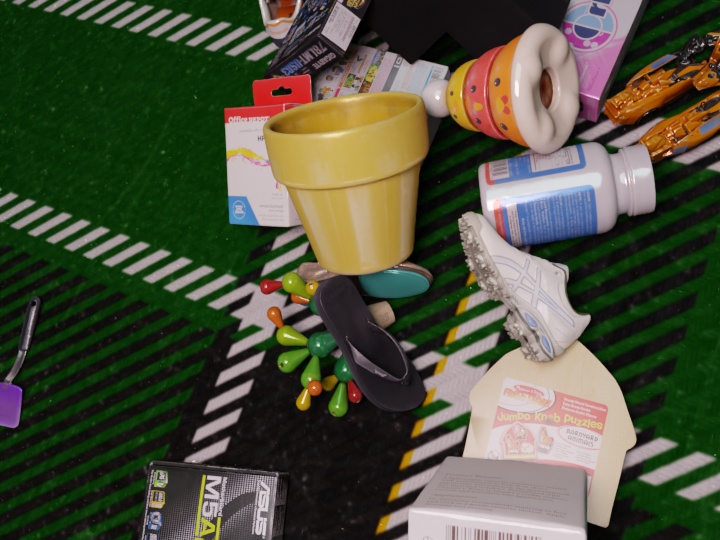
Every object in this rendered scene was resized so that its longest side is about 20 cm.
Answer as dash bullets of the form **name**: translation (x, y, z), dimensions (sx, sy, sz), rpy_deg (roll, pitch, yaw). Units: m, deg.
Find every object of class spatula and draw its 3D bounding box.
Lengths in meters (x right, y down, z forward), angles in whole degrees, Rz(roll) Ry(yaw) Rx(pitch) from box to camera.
- **spatula**: translation (-0.531, 0.138, 1.083), dimensions (0.056, 0.021, 0.203), rpy_deg (9, 75, 6)

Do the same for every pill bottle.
- **pill bottle**: translation (0.251, -0.094, 0.861), dimensions (0.197, 0.112, 0.114), rpy_deg (-8, 72, 15)

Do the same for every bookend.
- **bookend**: translation (0.128, -0.339, 0.915), dimensions (0.199, 0.198, 0.093), rpy_deg (37, 58, -15)

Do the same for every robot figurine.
- **robot figurine**: translation (0.420, -0.221, 0.874), dimensions (0.199, 0.058, 0.146), rpy_deg (-31, 69, 7)

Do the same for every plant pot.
- **plant pot**: translation (-0.008, -0.107, 0.875), dimensions (0.198, 0.201, 0.191), rpy_deg (-1, 116, 17)

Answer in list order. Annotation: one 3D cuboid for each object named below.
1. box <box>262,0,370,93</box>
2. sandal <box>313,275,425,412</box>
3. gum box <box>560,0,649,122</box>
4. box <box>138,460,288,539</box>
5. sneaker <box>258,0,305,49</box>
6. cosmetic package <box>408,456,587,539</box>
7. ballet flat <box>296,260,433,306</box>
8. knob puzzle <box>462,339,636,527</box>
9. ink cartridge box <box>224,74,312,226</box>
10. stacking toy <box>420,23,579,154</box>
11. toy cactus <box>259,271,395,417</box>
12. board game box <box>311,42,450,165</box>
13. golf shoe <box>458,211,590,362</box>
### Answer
- **box**: translation (-0.042, -0.361, 0.969), dimensions (0.199, 0.049, 0.200), rpy_deg (-5, 57, 61)
- **sandal**: translation (0.014, 0.096, 0.860), dimensions (0.076, 0.043, 0.201), rpy_deg (-45, 105, -31)
- **gum box**: translation (0.296, -0.305, 0.932), dimensions (0.112, 0.066, 0.202), rpy_deg (23, 82, 21)
- **box**: translation (-0.195, 0.356, 0.906), dimensions (0.191, 0.047, 0.203), rpy_deg (0, 75, 20)
- **sneaker**: translation (-0.111, -0.445, 1.091), dimensions (0.077, 0.079, 0.203), rpy_deg (-5, 72, 17)
- **cosmetic package**: translation (0.147, 0.301, 0.715), dimensions (0.163, 0.200, 0.167), rpy_deg (1, 90, 19)
- **ballet flat**: translation (0.000, 0.000, 0.940), dimensions (0.197, 0.068, 0.068), rpy_deg (-5, 49, 14)
- **knob puzzle**: translation (0.226, 0.176, 0.836), dimensions (0.217, 0.030, 0.223), rpy_deg (-5, 74, 17)
- **ink cartridge box**: translation (-0.125, -0.165, 0.967), dimensions (0.115, 0.067, 0.203), rpy_deg (4, 101, 35)
- **stacking toy**: translation (0.157, -0.215, 0.868), dimensions (0.198, 0.145, 0.148), rpy_deg (4, 74, 43)
- **toy cactus**: translation (-0.033, 0.083, 0.900), dimensions (0.164, 0.102, 0.202), rpy_deg (-24, 88, -15)
- **board game box**: translation (0.014, -0.235, 1.001), dimensions (0.198, 0.064, 0.149), rpy_deg (21, 81, 20)
- **golf shoe**: translation (0.193, 0.006, 0.829), dimensions (0.097, 0.078, 0.201), rpy_deg (-32, 92, -5)
